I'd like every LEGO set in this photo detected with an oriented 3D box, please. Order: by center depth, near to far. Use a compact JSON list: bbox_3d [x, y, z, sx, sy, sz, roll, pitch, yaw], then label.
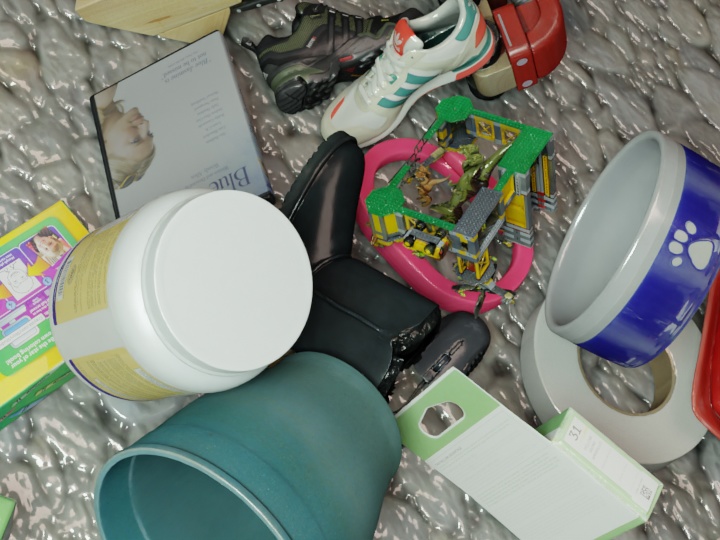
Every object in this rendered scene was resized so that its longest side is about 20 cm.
[{"bbox_3d":[0.100,-0.055,1.086,0.152,0.117,0.201,13,53,23],"label":"LEGO set"}]

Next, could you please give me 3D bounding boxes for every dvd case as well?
[{"bbox_3d":[-0.163,-0.109,1.026,0.141,0.018,0.202,-25,58,8],"label":"dvd case"}]

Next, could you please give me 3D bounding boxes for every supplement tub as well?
[{"bbox_3d":[-0.136,0.020,0.862,0.143,0.199,0.148,6,79,-32],"label":"supplement tub"}]

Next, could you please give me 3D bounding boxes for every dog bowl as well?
[{"bbox_3d":[0.248,-0.018,1.040,0.078,0.200,0.202,26,57,-7],"label":"dog bowl"}]

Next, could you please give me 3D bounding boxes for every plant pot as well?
[{"bbox_3d":[-0.067,0.165,0.884,0.200,0.201,0.188,42,44,5],"label":"plant pot"}]

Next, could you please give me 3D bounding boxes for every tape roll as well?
[{"bbox_3d":[0.250,0.095,1.120,0.199,0.037,0.206,9,60,-15],"label":"tape roll"}]

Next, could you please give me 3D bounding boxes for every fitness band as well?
[{"bbox_3d":[0.079,-0.048,1.137,0.200,0.038,0.143,46,61,9],"label":"fitness band"}]

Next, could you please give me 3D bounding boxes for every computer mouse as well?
[{"bbox_3d":[0.054,0.103,1.047,0.059,0.034,0.200,42,58,4],"label":"computer mouse"}]

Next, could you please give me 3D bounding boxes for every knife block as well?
[{"bbox_3d":[-0.161,-0.297,1.096,0.197,0.176,0.065,9,59,-15],"label":"knife block"}]

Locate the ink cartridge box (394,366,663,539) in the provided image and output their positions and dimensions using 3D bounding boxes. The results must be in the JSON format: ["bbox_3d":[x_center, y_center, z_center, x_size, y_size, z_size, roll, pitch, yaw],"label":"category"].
[{"bbox_3d":[0.131,0.155,0.971,0.199,0.146,0.048,40,53,-1],"label":"ink cartridge box"}]

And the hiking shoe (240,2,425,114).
[{"bbox_3d":[-0.021,-0.241,1.177,0.198,0.076,0.101,-28,79,-29],"label":"hiking shoe"}]

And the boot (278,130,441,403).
[{"bbox_3d":[0.000,0.000,0.981,0.166,0.077,0.202,28,74,14],"label":"boot"}]

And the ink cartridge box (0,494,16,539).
[{"bbox_3d":[-0.363,0.207,0.809,0.197,0.084,0.147,21,58,-9],"label":"ink cartridge box"}]

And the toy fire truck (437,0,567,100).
[{"bbox_3d":[0.186,-0.291,1.229,0.197,0.129,0.178,-21,67,8],"label":"toy fire truck"}]

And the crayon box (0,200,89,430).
[{"bbox_3d":[-0.285,0.047,0.938,0.199,0.058,0.119,-38,80,-32],"label":"crayon box"}]

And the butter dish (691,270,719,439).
[{"bbox_3d":[0.430,0.091,1.102,0.199,0.147,0.201,37,55,-23],"label":"butter dish"}]

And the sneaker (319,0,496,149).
[{"bbox_3d":[0.034,-0.199,1.121,0.198,0.093,0.071,-32,59,6],"label":"sneaker"}]

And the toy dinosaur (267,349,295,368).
[{"bbox_3d":[-0.059,0.054,1.030,0.104,0.061,0.203,10,65,0],"label":"toy dinosaur"}]
